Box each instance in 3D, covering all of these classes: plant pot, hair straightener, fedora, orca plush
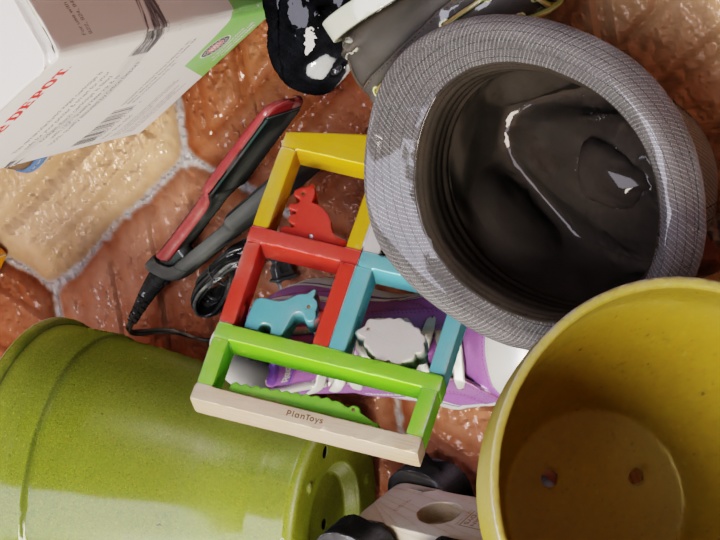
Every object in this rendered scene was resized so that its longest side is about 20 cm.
[{"bbox_3d":[-0.100,0.135,1.626,0.192,0.200,0.201,5,105,22],"label":"plant pot"},{"bbox_3d":[0.139,0.112,1.403,0.201,0.199,0.142,67,163,2],"label":"plant pot"},{"bbox_3d":[-0.076,-0.013,1.647,0.077,0.041,0.200,53,125,13],"label":"hair straightener"},{"bbox_3d":[0.108,-0.050,1.472,0.199,0.090,0.178,13,109,34],"label":"fedora"},{"bbox_3d":[-0.017,-0.185,1.541,0.105,0.071,0.200,43,123,20],"label":"orca plush"}]

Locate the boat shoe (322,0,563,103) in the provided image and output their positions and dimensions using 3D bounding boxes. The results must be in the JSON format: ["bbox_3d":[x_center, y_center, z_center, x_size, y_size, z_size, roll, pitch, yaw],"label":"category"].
[{"bbox_3d":[0.072,-0.152,1.483,0.201,0.072,0.061,-28,90,33],"label":"boat shoe"}]

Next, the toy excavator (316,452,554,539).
[{"bbox_3d":[0.084,0.221,1.571,0.194,0.100,0.201,9,121,34],"label":"toy excavator"}]

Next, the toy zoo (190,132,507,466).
[{"bbox_3d":[0.000,0.000,1.530,0.131,0.020,0.201,12,66,13],"label":"toy zoo"}]

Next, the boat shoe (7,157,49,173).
[{"bbox_3d":[-0.265,-0.139,1.732,0.200,0.072,0.072,53,126,13],"label":"boat shoe"}]

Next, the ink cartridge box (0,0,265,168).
[{"bbox_3d":[-0.167,-0.130,1.583,0.145,0.200,0.084,-38,79,36],"label":"ink cartridge box"}]

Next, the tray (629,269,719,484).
[{"bbox_3d":[0.186,0.108,1.492,0.098,0.037,0.201,-21,90,37],"label":"tray"}]

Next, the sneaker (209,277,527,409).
[{"bbox_3d":[0.007,0.050,1.558,0.200,0.114,0.073,0,100,35],"label":"sneaker"}]

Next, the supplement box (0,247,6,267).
[{"bbox_3d":[-0.338,-0.019,1.815,0.200,0.073,0.126,41,121,21],"label":"supplement box"}]
